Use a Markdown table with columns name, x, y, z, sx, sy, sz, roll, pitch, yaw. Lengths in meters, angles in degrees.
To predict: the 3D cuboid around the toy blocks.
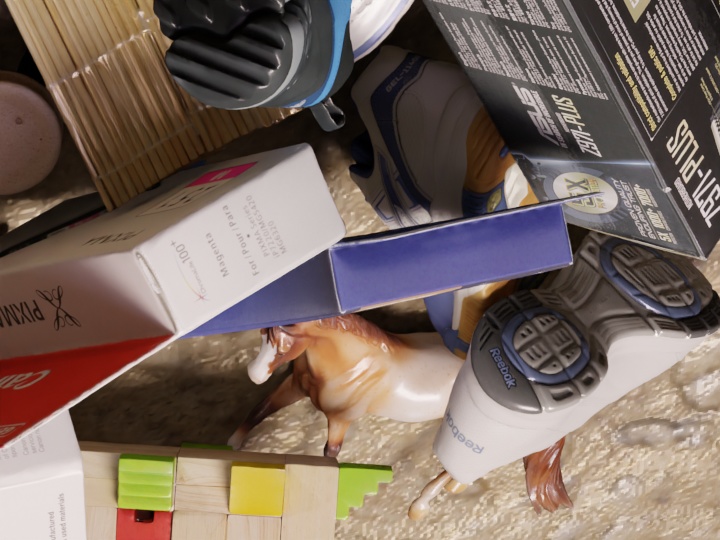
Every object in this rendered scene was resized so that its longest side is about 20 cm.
| name | x | y | z | sx | sy | sz | roll | pitch | yaw |
| --- | --- | --- | --- | --- | --- | --- | --- | --- | --- |
| toy blocks | -0.090 | 0.152 | 1.366 | 0.200 | 0.100 | 0.137 | 4 | 92 | -2 |

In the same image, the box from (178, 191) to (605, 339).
| name | x | y | z | sx | sy | sz | roll | pitch | yaw |
| --- | --- | --- | --- | --- | --- | --- | --- | --- | --- |
| box | 0.000 | 0.000 | 1.216 | 0.121 | 0.032 | 0.200 | -12 | 180 | -35 |

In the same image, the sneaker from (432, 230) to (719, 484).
| name | x | y | z | sx | sy | sz | roll | pitch | yaw |
| --- | --- | --- | --- | --- | --- | --- | --- | --- | --- |
| sneaker | 0.099 | 0.038 | 1.382 | 0.200 | 0.075 | 0.087 | -22 | 156 | -47 |

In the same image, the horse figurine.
| name | x | y | z | sx | sy | sz | roll | pitch | yaw |
| --- | --- | --- | --- | --- | --- | --- | --- | --- | --- |
| horse figurine | 0.023 | 0.068 | 1.427 | 0.200 | 0.050 | 0.133 | 9 | 131 | -22 |

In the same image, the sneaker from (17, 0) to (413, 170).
| name | x | y | z | sx | sy | sz | roll | pitch | yaw |
| --- | --- | --- | --- | --- | --- | --- | --- | --- | --- |
| sneaker | -0.067 | -0.118 | 1.192 | 0.199 | 0.081 | 0.115 | -40 | 136 | 19 |

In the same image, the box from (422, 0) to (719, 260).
| name | x | y | z | sx | sy | sz | roll | pitch | yaw |
| --- | --- | --- | --- | --- | --- | --- | --- | --- | --- |
| box | 0.116 | -0.132 | 1.194 | 0.164 | 0.086 | 0.200 | -57 | 140 | -20 |

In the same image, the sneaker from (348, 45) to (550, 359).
| name | x | y | z | sx | sy | sz | roll | pitch | yaw |
| --- | --- | --- | --- | --- | --- | --- | --- | --- | --- |
| sneaker | 0.040 | -0.036 | 1.328 | 0.075 | 0.088 | 0.200 | -49 | 158 | -24 |

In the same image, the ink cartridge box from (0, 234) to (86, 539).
| name | x | y | z | sx | sy | sz | roll | pitch | yaw |
| --- | --- | --- | --- | --- | --- | --- | --- | --- | --- |
| ink cartridge box | -0.230 | 0.077 | 1.262 | 0.200 | 0.147 | 0.083 | -10 | 137 | -12 |

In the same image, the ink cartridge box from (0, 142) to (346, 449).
| name | x | y | z | sx | sy | sz | roll | pitch | yaw |
| --- | --- | --- | --- | --- | --- | --- | --- | --- | --- |
| ink cartridge box | -0.127 | 0.016 | 1.154 | 0.174 | 0.200 | 0.044 | -31 | 102 | -33 |

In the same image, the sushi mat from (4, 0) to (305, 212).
| name | x | y | z | sx | sy | sz | roll | pitch | yaw |
| --- | --- | --- | --- | --- | --- | --- | --- | --- | --- |
| sushi mat | -0.099 | -0.131 | 1.141 | 0.096 | 0.012 | 0.200 | -26 | 106 | -4 |

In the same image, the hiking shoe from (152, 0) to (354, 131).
| name | x | y | z | sx | sy | sz | roll | pitch | yaw |
| --- | --- | --- | --- | --- | --- | --- | --- | --- | --- |
| hiking shoe | -0.042 | -0.156 | 1.123 | 0.074 | 0.200 | 0.087 | -3 | 174 | 26 |

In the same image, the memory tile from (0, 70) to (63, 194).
| name | x | y | z | sx | sy | sz | roll | pitch | yaw |
| --- | --- | --- | --- | --- | --- | --- | --- | --- | --- |
| memory tile | -0.235 | -0.051 | 1.188 | 0.200 | 0.017 | 0.153 | -34 | 111 | 10 |
